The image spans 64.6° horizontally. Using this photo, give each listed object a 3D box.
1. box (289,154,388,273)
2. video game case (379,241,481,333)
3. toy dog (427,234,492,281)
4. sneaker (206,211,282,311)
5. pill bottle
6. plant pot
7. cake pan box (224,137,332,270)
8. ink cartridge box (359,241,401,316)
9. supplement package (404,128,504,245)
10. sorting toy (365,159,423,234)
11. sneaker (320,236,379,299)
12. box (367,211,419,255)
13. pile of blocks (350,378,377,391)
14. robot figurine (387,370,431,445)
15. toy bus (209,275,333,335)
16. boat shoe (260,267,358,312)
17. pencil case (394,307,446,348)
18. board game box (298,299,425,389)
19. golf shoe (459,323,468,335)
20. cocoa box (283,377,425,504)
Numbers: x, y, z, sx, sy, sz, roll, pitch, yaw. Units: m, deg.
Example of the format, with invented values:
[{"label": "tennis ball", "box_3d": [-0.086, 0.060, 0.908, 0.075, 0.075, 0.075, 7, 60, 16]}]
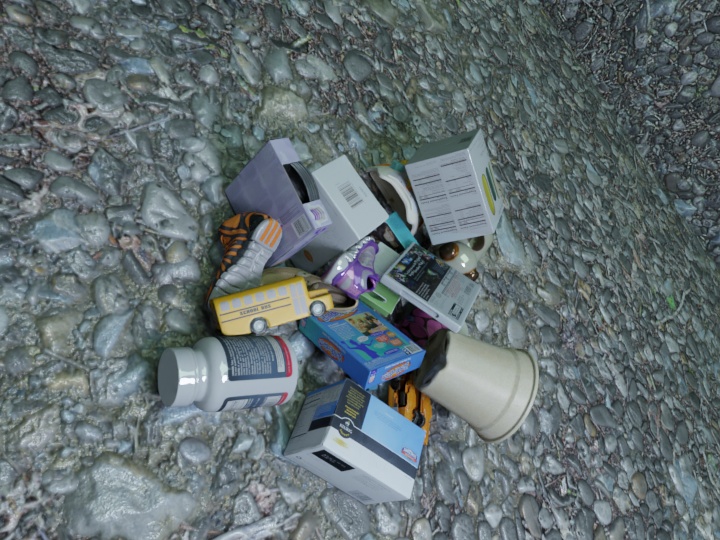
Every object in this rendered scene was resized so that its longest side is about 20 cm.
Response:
[{"label": "box", "box_3d": [-0.073, -0.102, 1.120, 0.152, 0.200, 0.106, 54, 46, -4]}, {"label": "video game case", "box_3d": [0.150, 0.029, 1.177, 0.182, 0.023, 0.200, 35, 31, 7]}, {"label": "toy dog", "box_3d": [0.246, -0.038, 1.369, 0.140, 0.194, 0.200, 57, 36, -15]}, {"label": "sneaker", "box_3d": [-0.229, -0.019, 1.040, 0.200, 0.112, 0.078, -57, 137, -9]}, {"label": "pill bottle", "box_3d": [-0.214, 0.166, 0.923, 0.200, 0.120, 0.120, 4, 66, -39]}, {"label": "plant pot", "box_3d": [0.213, 0.210, 1.127, 0.183, 0.200, 0.201, 27, 52, -12]}, {"label": "cake pan box", "box_3d": [-0.157, -0.122, 1.060, 0.052, 0.200, 0.184, -25, 83, -45]}, {"label": "ink cartridge box", "box_3d": [0.040, 0.029, 1.206, 0.104, 0.059, 0.200, 35, 36, 0]}, {"label": "supplement package", "box_3d": [0.219, -0.190, 1.297, 0.200, 0.151, 0.152, 68, 31, -21]}, {"label": "sorting toy", "box_3d": [0.094, -0.177, 1.320, 0.200, 0.107, 0.180, 57, 16, -2]}, {"label": "sneaker", "box_3d": [0.000, 0.000, 1.098, 0.088, 0.081, 0.200, 41, 26, 2]}, {"label": "box", "box_3d": [0.100, -0.030, 1.312, 0.200, 0.082, 0.049, 54, 46, -4]}, {"label": "pile of blocks", "box_3d": [0.032, 0.187, 1.160, 0.082, 0.062, 0.200, 38, 50, -20]}, {"label": "robot figurine", "box_3d": [0.102, 0.249, 1.176, 0.145, 0.058, 0.200, 38, 47, -43]}, {"label": "toy bus", "box_3d": [-0.152, 0.062, 0.988, 0.200, 0.065, 0.078, -15, 92, -22]}, {"label": "boat shoe", "box_3d": [-0.101, 0.036, 1.081, 0.200, 0.065, 0.071, 11, 87, -11]}, {"label": "pencil case", "box_3d": [0.166, 0.102, 1.305, 0.200, 0.094, 0.091, -33, 131, -46]}, {"label": "board game box", "box_3d": [0.001, 0.133, 1.094, 0.152, 0.045, 0.200, -11, 37, -42]}, {"label": "golf shoe", "box_3d": [0.230, 0.187, 1.310, 0.077, 0.088, 0.200, 34, 49, -20]}, {"label": "cocoa box", "box_3d": [-0.007, 0.307, 1.015, 0.200, 0.133, 0.131, 38, 49, -20]}]
